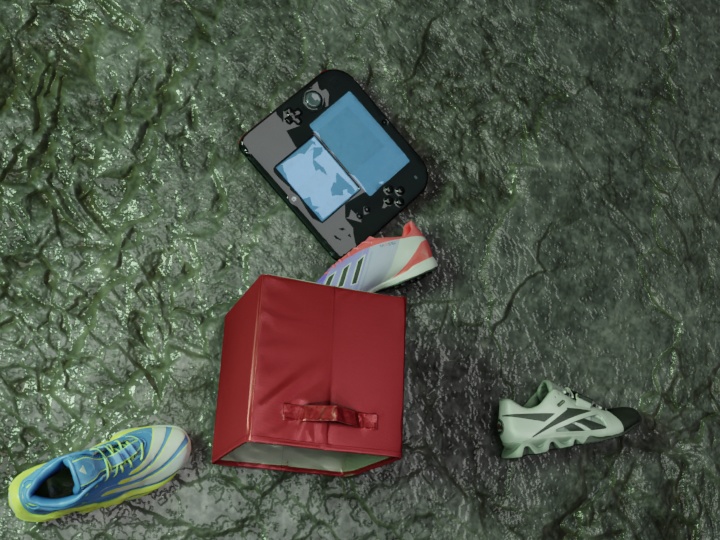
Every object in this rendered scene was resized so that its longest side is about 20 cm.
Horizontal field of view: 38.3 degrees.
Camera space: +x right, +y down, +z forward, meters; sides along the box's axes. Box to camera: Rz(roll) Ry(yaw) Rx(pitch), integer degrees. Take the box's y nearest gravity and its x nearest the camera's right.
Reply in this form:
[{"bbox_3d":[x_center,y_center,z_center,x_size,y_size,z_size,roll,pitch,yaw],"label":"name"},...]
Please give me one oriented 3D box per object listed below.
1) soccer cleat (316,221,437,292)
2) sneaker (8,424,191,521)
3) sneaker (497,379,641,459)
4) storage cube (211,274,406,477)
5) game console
[{"bbox_3d":[0.000,0.000,1.263,0.200,0.068,0.073,-20,85,-27],"label":"soccer cleat"},{"bbox_3d":[-0.267,0.215,1.094,0.200,0.105,0.076,-20,86,-23],"label":"sneaker"},{"bbox_3d":[0.266,0.179,1.316,0.200,0.074,0.089,-6,82,-22],"label":"sneaker"},{"bbox_3d":[-0.057,0.122,1.146,0.171,0.200,0.180,9,69,-18],"label":"storage cube"},{"bbox_3d":[-0.028,-0.137,1.303,0.177,0.031,0.200,-42,94,-23],"label":"game console"}]
